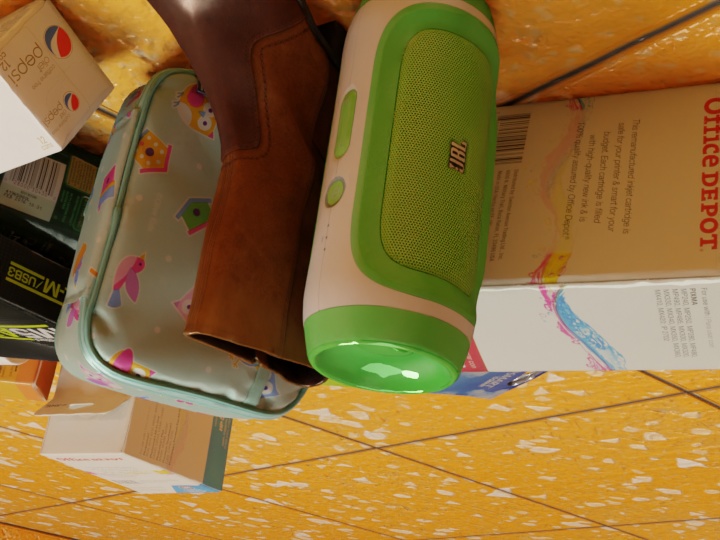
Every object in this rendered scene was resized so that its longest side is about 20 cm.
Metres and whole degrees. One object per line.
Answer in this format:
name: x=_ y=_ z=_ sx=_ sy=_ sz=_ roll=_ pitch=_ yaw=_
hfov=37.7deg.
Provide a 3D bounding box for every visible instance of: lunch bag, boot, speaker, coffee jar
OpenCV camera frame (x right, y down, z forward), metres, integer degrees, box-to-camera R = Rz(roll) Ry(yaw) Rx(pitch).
lunch bag: x=-0.086 y=-0.016 z=0.644 sx=0.159 sy=0.202 sz=0.077 roll=20 pitch=165 yaw=-25
boot: x=-0.070 y=-0.059 z=0.528 sx=0.068 sy=0.202 sz=0.188 roll=-6 pitch=153 yaw=29
speaker: x=0.023 y=-0.045 z=0.530 sx=0.087 sy=0.202 sz=0.089 roll=7 pitch=157 yaw=3
coffee jar: x=-0.185 y=-0.031 z=0.775 sx=0.199 sy=0.086 sz=0.104 roll=23 pitch=154 yaw=-28

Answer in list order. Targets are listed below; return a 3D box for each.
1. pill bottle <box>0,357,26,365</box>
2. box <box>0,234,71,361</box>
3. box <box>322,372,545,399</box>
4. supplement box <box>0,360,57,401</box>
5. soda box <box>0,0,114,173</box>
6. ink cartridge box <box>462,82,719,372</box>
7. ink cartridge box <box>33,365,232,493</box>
pill bottle: x=-0.401 y=0.042 z=0.979 sx=0.197 sy=0.114 sz=0.112 roll=0 pitch=156 yaw=15
box: x=-0.274 y=0.022 z=0.776 sx=0.198 sy=0.048 sz=0.193 roll=1 pitch=157 yaw=33
box: x=0.059 y=0.055 z=0.805 sx=0.198 sy=0.048 sz=0.122 roll=8 pitch=151 yaw=-35
supplement box: x=-0.443 y=0.094 z=1.171 sx=0.197 sy=0.070 sz=0.067 roll=7 pitch=156 yaw=-1
soda box: x=-0.248 y=-0.096 z=0.652 sx=0.198 sy=0.064 sz=0.068 roll=-11 pitch=127 yaw=38
ink cartridge box: x=0.125 y=-0.022 z=0.602 sx=0.198 sy=0.147 sz=0.083 roll=-2 pitch=138 yaw=23
ink cartridge box: x=-0.255 y=0.168 z=1.200 sx=0.127 sy=0.127 sz=0.200 roll=-6 pitch=153 yaw=29
